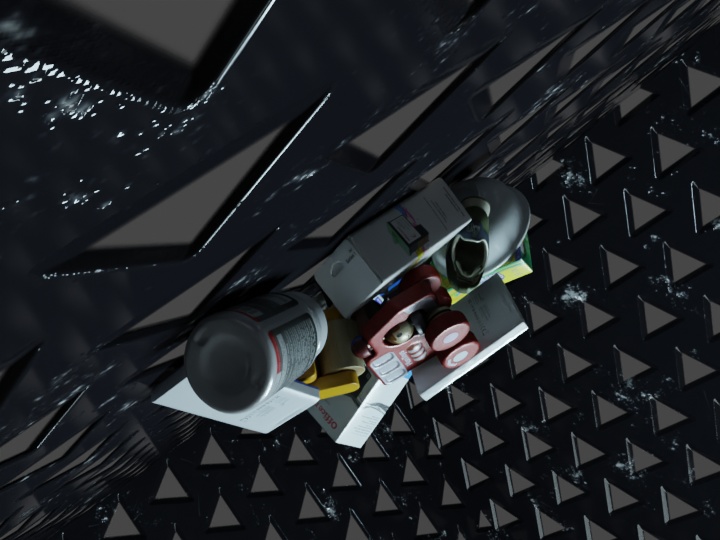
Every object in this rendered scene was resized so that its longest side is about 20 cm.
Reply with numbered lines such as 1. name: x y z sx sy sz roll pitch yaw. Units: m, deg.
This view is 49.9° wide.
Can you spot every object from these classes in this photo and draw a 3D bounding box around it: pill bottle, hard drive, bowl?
1. pill bottle: -0.117 0.090 0.936 0.113 0.115 0.200 -38 175 19
2. hard drive: -0.174 0.174 1.091 0.198 0.026 0.131 26 132 -38
3. hard drive: 0.163 0.105 1.244 0.199 0.027 0.133 -37 -147 14
4. bowl: 0.187 -0.092 1.349 0.199 0.090 0.203 -26 -138 26

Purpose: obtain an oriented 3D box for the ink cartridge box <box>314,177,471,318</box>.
1. ink cartridge box: 0.046 -0.032 1.141 0.199 0.084 0.145 -34 174 -33

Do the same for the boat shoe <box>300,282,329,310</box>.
1. boat shoe: -0.092 0.083 1.330 0.070 0.070 0.200 -34 174 -25

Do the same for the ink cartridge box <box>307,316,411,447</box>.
1. ink cartridge box: -0.008 0.188 1.381 0.083 0.145 0.201 26 101 -50

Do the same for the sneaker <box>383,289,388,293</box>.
1. sneaker: 0.000 0.000 1.306 0.098 0.072 0.200 -16 -166 12

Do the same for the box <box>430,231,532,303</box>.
1. box: 0.203 -0.017 1.380 0.198 0.048 0.119 -27 -137 30

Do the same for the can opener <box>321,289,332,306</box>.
1. can opener: -0.102 0.101 1.455 0.199 0.067 0.053 -37 175 -5

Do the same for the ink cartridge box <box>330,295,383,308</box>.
1. ink cartridge box: -0.041 0.108 1.497 0.200 0.047 0.198 -48 169 -2

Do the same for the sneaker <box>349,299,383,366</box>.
1. sneaker: -0.022 0.105 1.300 0.196 0.118 0.076 -10 164 9

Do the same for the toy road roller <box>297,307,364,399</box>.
1. toy road roller: -0.097 0.121 1.151 0.196 0.125 0.146 -12 157 -3

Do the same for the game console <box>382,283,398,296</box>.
1. game console: 0.015 0.010 1.751 0.199 0.117 0.173 -33 143 -42

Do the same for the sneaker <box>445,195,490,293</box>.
1. sneaker: 0.167 -0.015 1.231 0.202 0.066 0.091 91 9 -47

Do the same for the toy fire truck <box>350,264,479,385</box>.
1. toy fire truck: 0.073 0.096 1.150 0.167 0.113 0.200 -32 149 3
